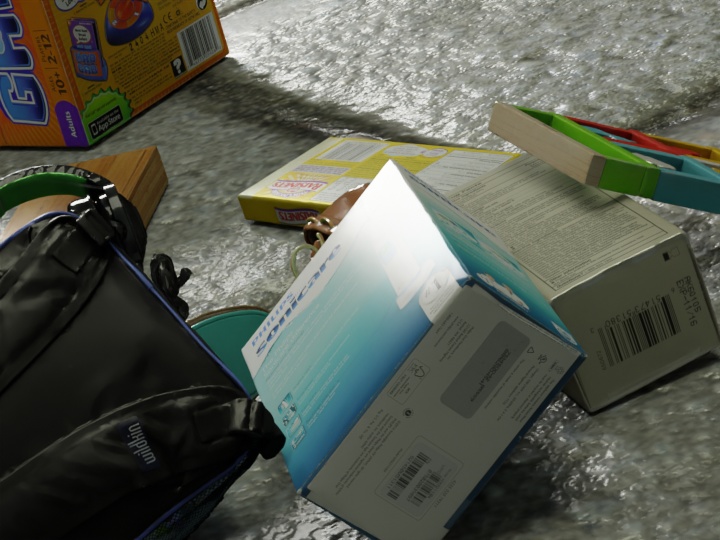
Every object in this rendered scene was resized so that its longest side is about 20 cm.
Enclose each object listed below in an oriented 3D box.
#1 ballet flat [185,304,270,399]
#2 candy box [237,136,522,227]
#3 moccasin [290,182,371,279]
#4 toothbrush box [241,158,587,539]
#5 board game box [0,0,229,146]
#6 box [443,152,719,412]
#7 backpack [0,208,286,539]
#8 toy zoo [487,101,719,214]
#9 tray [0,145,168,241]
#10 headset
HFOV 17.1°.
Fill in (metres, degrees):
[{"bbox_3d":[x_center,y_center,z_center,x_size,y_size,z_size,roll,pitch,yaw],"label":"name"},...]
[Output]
[{"bbox_3d":[-0.128,0.085,1.442,0.072,0.068,0.200,-21,17,49],"label":"ballet flat"},{"bbox_3d":[0.014,-0.059,1.701,0.200,0.026,0.102,9,36,47],"label":"candy box"},{"bbox_3d":[-0.001,-0.001,1.522,0.078,0.074,0.201,-27,26,-1],"label":"moccasin"},{"bbox_3d":[0.023,0.045,1.300,0.146,0.085,0.200,-53,22,9],"label":"toothbrush box"},{"bbox_3d":[-0.273,-0.239,2.088,0.200,0.200,0.200,3,29,38],"label":"board game box"},{"bbox_3d":[0.121,0.000,1.416,0.095,0.078,0.200,-26,24,-9],"label":"box"},{"bbox_3d":[-0.172,0.096,1.282,0.200,0.183,0.147,-40,-8,-11],"label":"backpack"},{"bbox_3d":[0.193,-0.061,1.465,0.200,0.020,0.131,10,13,-27],"label":"toy zoo"},{"bbox_3d":[-0.213,-0.032,1.788,0.099,0.037,0.200,-12,24,13],"label":"tray"},{"bbox_3d":[-0.194,-0.014,1.627,0.200,0.094,0.124,29,60,30],"label":"headset"}]
